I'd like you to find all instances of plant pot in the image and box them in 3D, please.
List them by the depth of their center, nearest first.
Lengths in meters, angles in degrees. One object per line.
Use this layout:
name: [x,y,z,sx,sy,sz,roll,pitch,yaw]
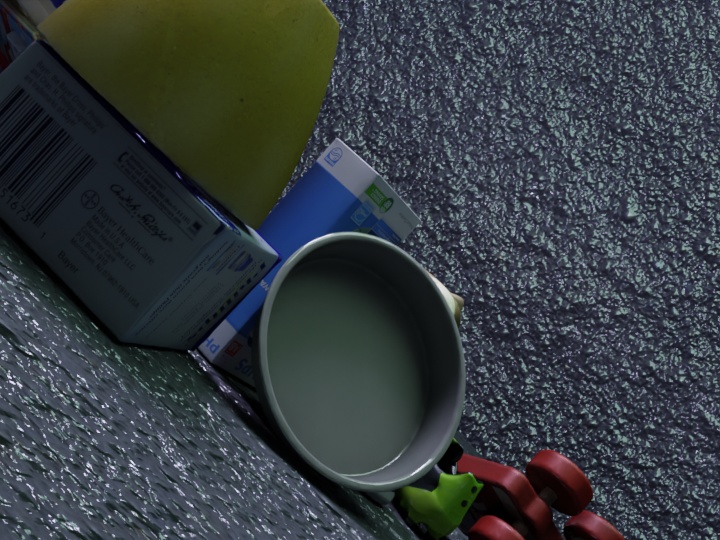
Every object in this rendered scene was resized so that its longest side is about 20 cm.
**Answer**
plant pot: [-0.097,-0.147,0.885,0.200,0.142,0.200,43,1,-1]

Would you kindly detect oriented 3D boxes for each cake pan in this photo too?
cake pan: [-0.004,0.072,1.010,0.200,0.201,0.037,43,-35,-20]

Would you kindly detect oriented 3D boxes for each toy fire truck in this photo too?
toy fire truck: [0.150,0.253,1.255,0.167,0.112,0.201,10,-42,56]

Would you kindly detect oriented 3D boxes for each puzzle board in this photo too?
puzzle board: [-0.290,-0.158,1.067,0.151,0.017,0.201,43,-27,26]

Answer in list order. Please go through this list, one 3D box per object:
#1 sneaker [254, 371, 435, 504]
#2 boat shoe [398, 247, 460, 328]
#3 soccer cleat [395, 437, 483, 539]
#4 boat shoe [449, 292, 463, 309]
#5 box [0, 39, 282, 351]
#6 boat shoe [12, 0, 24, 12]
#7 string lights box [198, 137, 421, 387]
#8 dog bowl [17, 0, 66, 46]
sneaker: [0.000,0.108,1.081,0.078,0.112,0.200,43,0,43]
boat shoe: [0.000,0.000,1.155,0.199,0.074,0.065,34,26,27]
soccer cleat: [0.049,0.174,1.230,0.067,0.081,0.200,43,1,-36]
boat shoe: [0.019,0.018,1.308,0.199,0.065,0.071,26,-4,34]
box: [-0.167,-0.044,0.914,0.184,0.105,0.200,44,0,8]
boat shoe: [-0.311,-0.204,1.146,0.076,0.071,0.200,48,-25,13]
string lights box: [-0.050,-0.001,1.081,0.059,0.200,0.103,42,1,31]
dog bowl: [-0.250,-0.277,1.031,0.201,0.078,0.200,62,1,-1]
